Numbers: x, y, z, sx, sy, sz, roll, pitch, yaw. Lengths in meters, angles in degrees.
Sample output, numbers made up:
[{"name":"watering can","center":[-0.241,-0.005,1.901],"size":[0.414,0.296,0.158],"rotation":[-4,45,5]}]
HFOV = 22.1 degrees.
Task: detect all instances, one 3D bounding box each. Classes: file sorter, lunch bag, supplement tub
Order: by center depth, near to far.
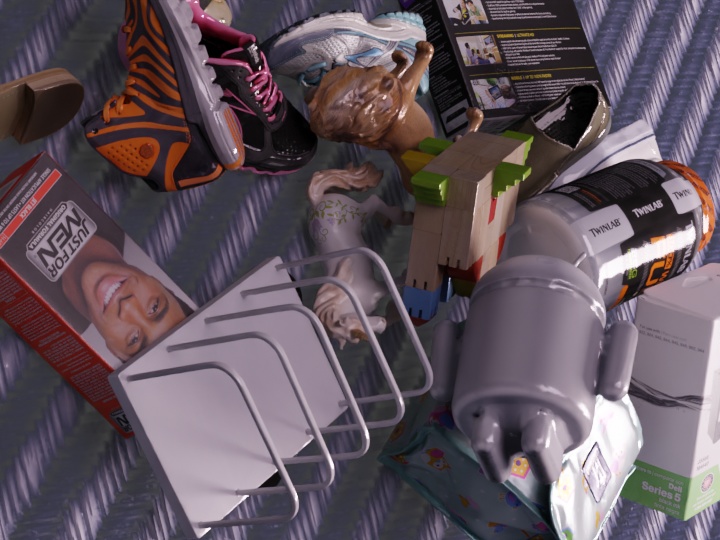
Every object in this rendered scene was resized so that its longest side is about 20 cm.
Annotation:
[{"name":"file sorter","center":[-0.057,0.085,1.374],"size":[0.200,0.124,0.139],"rotation":[-39,110,-46]},{"name":"lunch bag","center":[0.142,0.148,1.579],"size":[0.200,0.122,0.171],"rotation":[39,53,-8]},{"name":"supplement tub","center":[0.229,-0.031,1.692],"size":[0.200,0.122,0.123],"rotation":[-22,87,-39]}]

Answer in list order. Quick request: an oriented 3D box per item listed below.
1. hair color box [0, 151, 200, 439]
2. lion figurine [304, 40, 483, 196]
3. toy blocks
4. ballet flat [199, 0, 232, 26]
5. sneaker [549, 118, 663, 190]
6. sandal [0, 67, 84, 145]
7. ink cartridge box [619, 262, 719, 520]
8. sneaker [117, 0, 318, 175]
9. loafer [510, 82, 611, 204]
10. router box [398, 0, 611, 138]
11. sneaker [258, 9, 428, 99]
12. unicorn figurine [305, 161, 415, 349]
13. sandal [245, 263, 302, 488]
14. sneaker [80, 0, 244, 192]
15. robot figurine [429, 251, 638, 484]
[{"name":"hair color box","center":[-0.207,0.020,1.387],"size":[0.200,0.061,0.102],"rotation":[47,48,-18]},{"name":"lion figurine","center":[0.041,-0.116,1.603],"size":[0.200,0.072,0.123],"rotation":[45,61,-27]},{"name":"toy blocks","center":[0.087,-0.033,1.560],"size":[0.200,0.100,0.137],"rotation":[-41,141,-64]},{"name":"ballet flat","center":[-0.174,-0.277,1.533],"size":[0.200,0.057,0.067],"rotation":[48,19,-15]},{"name":"sneaker","center":[0.244,-0.091,1.810],"size":[0.200,0.073,0.071],"rotation":[-30,83,-45]},{"name":"sandal","center":[-0.305,-0.125,1.376],"size":[0.070,0.078,0.211],"rotation":[41,34,21]},{"name":"ink cartridge box","center":[0.316,0.110,1.711],"size":[0.145,0.084,0.201],"rotation":[-18,120,-47]},{"name":"sneaker","center":[-0.103,-0.155,1.527],"size":[0.200,0.095,0.079],"rotation":[37,49,-25]},{"name":"loafer","center":[0.156,-0.109,1.707],"size":[0.075,0.070,0.200],"rotation":[37,69,19]},{"name":"router box","center":[0.143,-0.211,1.789],"size":[0.200,0.051,0.150],"rotation":[-9,76,-42]},{"name":"sneaker","center":[-0.007,-0.181,1.633],"size":[0.200,0.078,0.087],"rotation":[-11,83,-42]},{"name":"unicorn figurine","center":[0.000,0.000,1.573],"size":[0.137,0.074,0.200],"rotation":[0,53,-44]},{"name":"sandal","center":[-0.076,0.080,1.485],"size":[0.075,0.045,0.201],"rotation":[26,57,-32]},{"name":"sneaker","center":[-0.175,-0.153,1.436],"size":[0.078,0.112,0.201],"rotation":[-55,124,-81]},{"name":"robot figurine","center":[0.136,0.071,1.476],"size":[0.113,0.169,0.200],"rotation":[69,28,-53]}]
